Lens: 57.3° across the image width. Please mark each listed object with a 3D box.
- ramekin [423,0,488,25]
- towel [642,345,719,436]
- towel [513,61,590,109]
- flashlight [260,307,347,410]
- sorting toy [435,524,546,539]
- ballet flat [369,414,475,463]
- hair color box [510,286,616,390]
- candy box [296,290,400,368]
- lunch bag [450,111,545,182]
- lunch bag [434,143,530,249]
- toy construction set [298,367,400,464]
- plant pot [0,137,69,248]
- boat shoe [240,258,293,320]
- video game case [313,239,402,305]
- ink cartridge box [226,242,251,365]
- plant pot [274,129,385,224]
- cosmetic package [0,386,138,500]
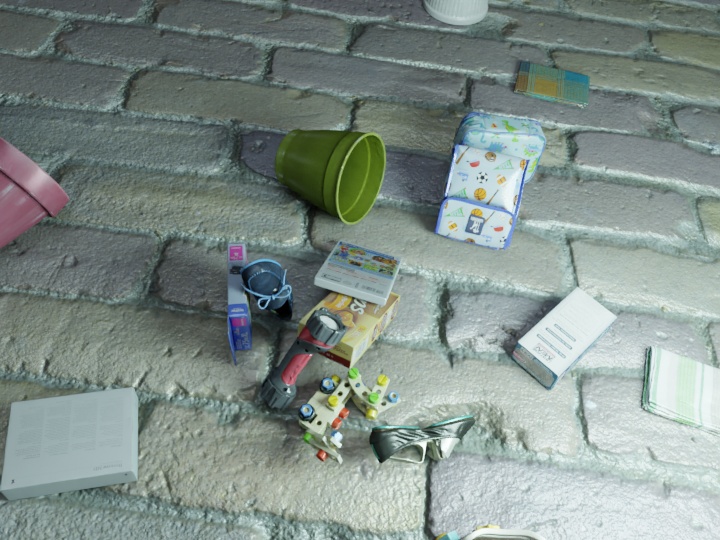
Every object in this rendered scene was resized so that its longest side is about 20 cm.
[{"bbox_3d":[0.296,-0.844,1.995,0.199,0.105,0.201,3,53,-4],"label":"ramekin"},{"bbox_3d":[0.643,0.231,1.253,0.199,0.031,0.150,19,54,8],"label":"towel"},{"bbox_3d":[0.530,-0.512,1.818,0.199,0.022,0.147,14,52,8],"label":"towel"},{"bbox_3d":[-0.100,0.157,1.136,0.068,0.200,0.068,27,22,-17],"label":"flashlight"},{"bbox_3d":[0.192,0.419,0.968,0.199,0.180,0.107,4,52,-3],"label":"sorting toy"},{"bbox_3d":[0.109,0.293,1.128,0.199,0.068,0.069,-3,70,-18],"label":"ballet flat"},{"bbox_3d":[0.396,0.130,1.286,0.200,0.061,0.100,-35,63,-28],"label":"hair color box"},{"bbox_3d":[-0.019,0.090,1.237,0.115,0.056,0.200,24,34,17],"label":"candy box"},{"bbox_3d":[0.313,-0.276,1.528,0.199,0.161,0.083,3,47,-6],"label":"lunch bag"},{"bbox_3d":[0.261,-0.157,1.432,0.169,0.124,0.201,14,95,5],"label":"lunch bag"},{"bbox_3d":[-0.031,0.249,1.140,0.131,0.092,0.200,31,45,17],"label":"toy construction set"},{"bbox_3d":[-0.722,-0.143,1.314,0.200,0.200,0.179,31,72,17],"label":"plant pot"},{"bbox_3d":[-0.156,0.038,1.215,0.084,0.200,0.069,-27,67,6],"label":"boat shoe"},{"bbox_3d":[0.000,0.000,1.317,0.143,0.018,0.200,16,26,6],"label":"video game case"},{"bbox_3d":[-0.227,0.062,1.237,0.042,0.120,0.201,-2,53,-6],"label":"ink cartridge box"},{"bbox_3d":[-0.077,-0.224,1.442,0.192,0.201,0.201,20,52,24],"label":"plant pot"},{"bbox_3d":[-0.473,0.282,1.087,0.199,0.052,0.151,-6,51,-10],"label":"cosmetic package"}]
